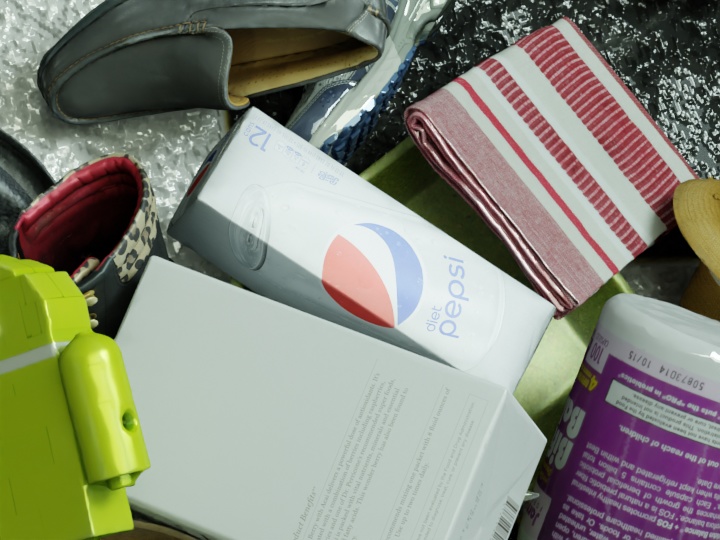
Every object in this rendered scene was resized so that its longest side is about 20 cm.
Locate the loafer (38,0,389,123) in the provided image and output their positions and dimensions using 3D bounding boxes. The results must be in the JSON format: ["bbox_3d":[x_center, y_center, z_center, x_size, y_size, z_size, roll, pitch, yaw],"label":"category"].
[{"bbox_3d":[-0.080,-0.120,1.402,0.199,0.073,0.073,-21,49,8],"label":"loafer"}]

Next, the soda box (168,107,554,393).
[{"bbox_3d":[0.000,0.000,1.383,0.199,0.068,0.064,34,66,-9],"label":"soda box"}]

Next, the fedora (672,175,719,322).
[{"bbox_3d":[0.248,0.029,1.502,0.200,0.082,0.201,29,24,-14],"label":"fedora"}]

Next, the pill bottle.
[{"bbox_3d":[0.150,0.123,1.398,0.112,0.112,0.201,18,99,-14],"label":"pill bottle"}]

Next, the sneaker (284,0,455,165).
[{"bbox_3d":[-0.009,-0.135,1.487,0.085,0.077,0.201,31,58,2],"label":"sneaker"}]

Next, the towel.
[{"bbox_3d":[0.115,-0.064,1.484,0.144,0.023,0.200,52,36,3],"label":"towel"}]

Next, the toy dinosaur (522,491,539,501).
[{"bbox_3d":[0.003,0.153,1.372,0.199,0.077,0.103,-13,90,6],"label":"toy dinosaur"}]

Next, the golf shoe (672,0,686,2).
[{"bbox_3d":[0.148,-0.222,1.571,0.199,0.078,0.095,8,54,-20],"label":"golf shoe"}]

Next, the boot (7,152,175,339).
[{"bbox_3d":[-0.152,0.049,1.322,0.073,0.151,0.200,24,59,25],"label":"boot"}]

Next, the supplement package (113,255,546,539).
[{"bbox_3d":[-0.026,0.092,1.290,0.199,0.120,0.122,21,81,18],"label":"supplement package"}]

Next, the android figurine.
[{"bbox_3d":[-0.177,0.078,1.247,0.041,0.181,0.202,-6,82,-55],"label":"android figurine"}]

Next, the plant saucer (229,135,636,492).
[{"bbox_3d":[0.049,0.034,1.463,0.199,0.048,0.200,-38,90,-25],"label":"plant saucer"}]

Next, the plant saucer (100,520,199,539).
[{"bbox_3d":[-0.117,0.215,1.306,0.199,0.035,0.202,2,105,8],"label":"plant saucer"}]

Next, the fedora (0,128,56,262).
[{"bbox_3d":[-0.235,-0.017,1.347,0.199,0.092,0.202,6,73,-18],"label":"fedora"}]
